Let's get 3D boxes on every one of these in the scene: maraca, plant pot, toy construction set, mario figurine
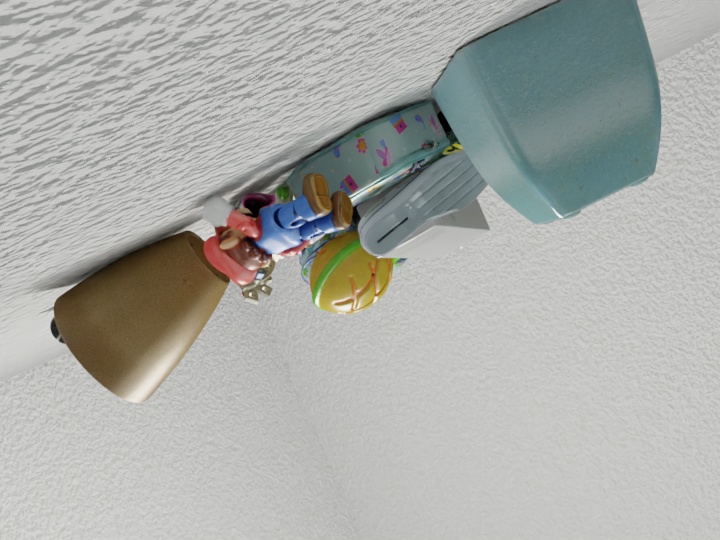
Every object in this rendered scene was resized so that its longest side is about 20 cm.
[{"bbox_3d":[0.000,0.000,1.280,0.199,0.107,0.138,-12,143,-55],"label":"maraca"},{"bbox_3d":[-0.281,0.045,1.199,0.199,0.187,0.186,-39,179,6],"label":"plant pot"},{"bbox_3d":[-0.113,-0.045,1.291,0.091,0.132,0.200,19,121,-44],"label":"toy construction set"},{"bbox_3d":[-0.111,-0.064,1.060,0.198,0.124,0.106,-22,-158,27],"label":"mario figurine"},{"bbox_3d":[0.216,-0.166,0.954,0.193,0.203,0.196,-26,-179,-4],"label":"plant pot"}]

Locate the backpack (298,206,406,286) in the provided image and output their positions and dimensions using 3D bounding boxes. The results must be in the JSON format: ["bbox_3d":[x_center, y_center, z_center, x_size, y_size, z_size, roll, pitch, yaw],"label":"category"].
[{"bbox_3d":[-0.014,-0.043,1.419,0.198,0.156,0.162,-6,153,45],"label":"backpack"}]

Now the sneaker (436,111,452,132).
[{"bbox_3d":[0.140,-0.217,1.207,0.081,0.073,0.200,-10,175,-4],"label":"sneaker"}]

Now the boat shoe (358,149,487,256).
[{"bbox_3d":[0.077,-0.100,1.121,0.198,0.074,0.067,-32,-148,0],"label":"boat shoe"}]

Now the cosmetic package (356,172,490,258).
[{"bbox_3d":[0.095,-0.074,1.264,0.107,0.086,0.199,-28,168,26],"label":"cosmetic package"}]

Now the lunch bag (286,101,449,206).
[{"bbox_3d":[0.016,-0.139,1.124,0.198,0.078,0.160,-25,-179,36],"label":"lunch bag"}]

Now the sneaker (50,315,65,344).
[{"bbox_3d":[-0.414,0.050,1.441,0.197,0.075,0.080,-21,-165,1],"label":"sneaker"}]

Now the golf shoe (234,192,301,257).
[{"bbox_3d":[-0.145,-0.073,1.190,0.198,0.092,0.076,5,-125,47],"label":"golf shoe"}]

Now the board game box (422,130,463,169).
[{"bbox_3d":[0.161,-0.171,1.175,0.198,0.024,0.104,-16,160,42],"label":"board game box"}]
